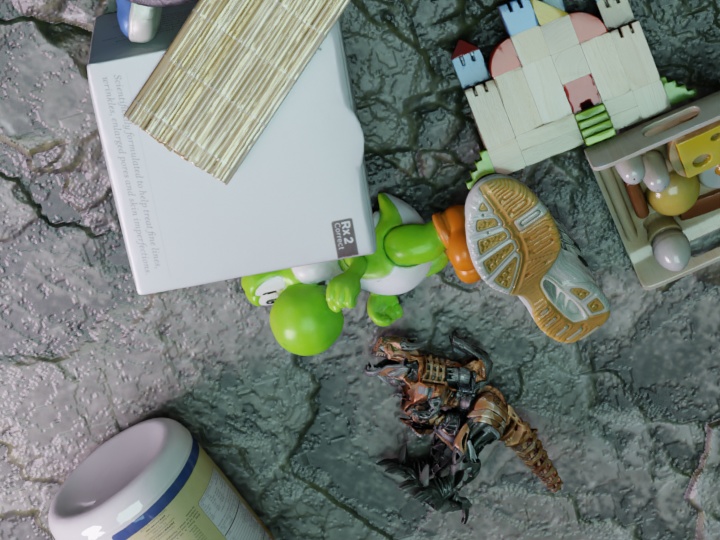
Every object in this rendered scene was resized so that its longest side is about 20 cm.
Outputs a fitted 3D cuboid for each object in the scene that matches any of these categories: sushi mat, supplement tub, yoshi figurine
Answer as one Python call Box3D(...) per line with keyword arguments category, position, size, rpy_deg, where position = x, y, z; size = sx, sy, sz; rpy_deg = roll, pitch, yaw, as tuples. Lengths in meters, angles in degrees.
Box3D(category="sushi mat", position=(-0.087, -0.167, 1.641), size=(0.095, 0.012, 0.200), rpy_deg=(31, 106, -15))
Box3D(category="supplement tub", position=(-0.154, 0.241, 1.870), size=(0.144, 0.145, 0.200), rpy_deg=(-33, 111, 9))
Box3D(category="yoshi figurine", position=(0.004, 0.015, 1.814), size=(0.199, 0.112, 0.113), rpy_deg=(-14, 119, 4))

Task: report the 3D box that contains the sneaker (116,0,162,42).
Box3D(category="sneaker", position=(-0.205, -0.270, 1.668), size=(0.110, 0.077, 0.201), rpy_deg=(-1, 84, -2))

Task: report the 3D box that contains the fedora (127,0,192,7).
Box3D(category="fedora", position=(-0.135, -0.287, 1.586), size=(0.200, 0.091, 0.202), rpy_deg=(4, 98, 33))

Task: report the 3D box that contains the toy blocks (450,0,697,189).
Box3D(category="toy blocks", position=(0.154, -0.167, 1.763), size=(0.199, 0.100, 0.137), rpy_deg=(-22, 97, 4))

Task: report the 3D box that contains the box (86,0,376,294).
Box3D(category="box", position=(-0.100, -0.109, 1.740), size=(0.199, 0.131, 0.200), rpy_deg=(-10, 112, 0))

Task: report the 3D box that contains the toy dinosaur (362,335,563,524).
Box3D(category="toy dinosaur", position=(0.086, 0.136, 1.879), size=(0.199, 0.102, 0.136), rpy_deg=(32, 90, 6))

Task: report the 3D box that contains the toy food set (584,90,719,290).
Box3D(category="toy food set", position=(0.273, -0.065, 1.784), size=(0.143, 0.061, 0.200), rpy_deg=(-24, 147, 6))

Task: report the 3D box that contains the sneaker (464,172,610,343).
Box3D(category="sneaker", position=(0.131, -0.022, 1.794), size=(0.075, 0.088, 0.200), rpy_deg=(-30, 135, 8))
